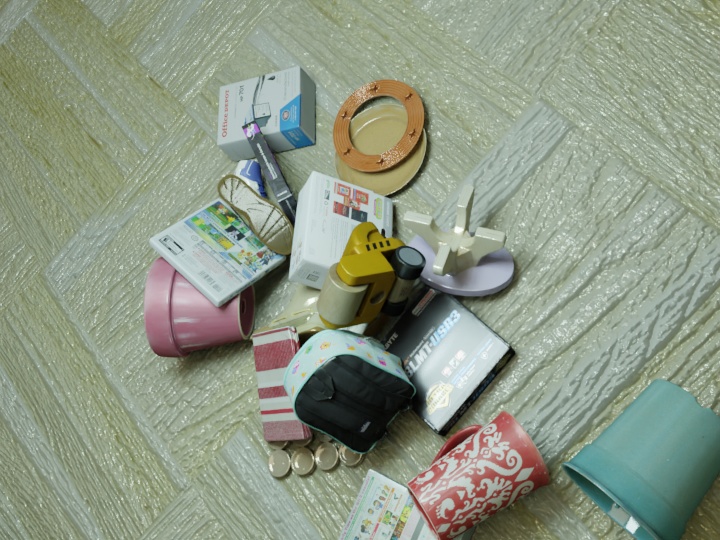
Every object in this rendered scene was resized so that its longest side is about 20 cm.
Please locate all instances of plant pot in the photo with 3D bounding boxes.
[{"bbox_3d":[0.437,0.282,1.255,0.200,0.200,0.196,39,83,29],"label":"plant pot"},{"bbox_3d":[0.042,-0.235,1.692,0.197,0.027,0.203,-8,69,21],"label":"plant pot"},{"bbox_3d":[-0.307,0.072,1.662,0.176,0.200,0.203,0,72,7],"label":"plant pot"}]

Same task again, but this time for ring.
[{"bbox_3d":[0.032,-0.293,1.690,0.197,0.019,0.204,-8,69,21],"label":"ring"}]

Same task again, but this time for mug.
[{"bbox_3d":[0.180,0.337,1.362,0.198,0.178,0.135,-31,85,-10],"label":"mug"}]

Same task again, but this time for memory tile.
[{"bbox_3d":[-0.086,0.299,1.574,0.197,0.017,0.156,-13,68,19],"label":"memory tile"}]

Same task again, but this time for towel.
[{"bbox_3d":[-0.147,0.209,1.550,0.143,0.023,0.203,-15,80,51],"label":"towel"}]

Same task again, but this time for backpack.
[{"bbox_3d":[-0.030,0.190,1.440,0.176,0.199,0.154,-50,39,17],"label":"backpack"}]

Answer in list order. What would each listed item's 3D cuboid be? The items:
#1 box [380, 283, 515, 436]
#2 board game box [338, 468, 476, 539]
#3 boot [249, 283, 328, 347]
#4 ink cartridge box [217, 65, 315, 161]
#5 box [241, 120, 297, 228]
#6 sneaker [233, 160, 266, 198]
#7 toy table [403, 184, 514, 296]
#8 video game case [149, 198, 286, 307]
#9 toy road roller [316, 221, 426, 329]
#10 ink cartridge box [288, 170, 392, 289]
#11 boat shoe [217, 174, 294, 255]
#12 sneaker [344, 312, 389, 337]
[{"bbox_3d":[0.138,0.153,1.506,0.200,0.050,0.198,-49,62,1],"label":"box"},{"bbox_3d":[0.075,0.447,1.425,0.198,0.064,0.149,22,82,27],"label":"board game box"},{"bbox_3d":[-0.125,0.073,1.636,0.198,0.072,0.157,-17,51,41],"label":"boot"},{"bbox_3d":[-0.199,-0.331,1.799,0.197,0.086,0.149,-9,69,20],"label":"ink cartridge box"},{"bbox_3d":[-0.170,-0.185,1.703,0.036,0.143,0.202,-25,64,-1],"label":"box"},{"bbox_3d":[-0.203,-0.121,1.740,0.113,0.080,0.203,1,80,20],"label":"sneaker"},{"bbox_3d":[0.172,-0.044,1.495,0.197,0.118,0.186,4,57,13],"label":"toy table"},{"bbox_3d":[-0.275,-0.039,1.636,0.199,0.022,0.182,39,52,20],"label":"video game case"},{"bbox_3d":[0.000,0.000,1.442,0.146,0.198,0.124,51,136,31],"label":"toy road roller"},{"bbox_3d":[-0.033,-0.061,1.590,0.084,0.173,0.203,131,150,-51],"label":"ink cartridge box"},{"bbox_3d":[-0.195,-0.109,1.657,0.073,0.065,0.200,-43,83,1],"label":"boat shoe"},{"bbox_3d":[-0.012,0.101,1.575,0.087,0.076,0.202,26,82,33],"label":"sneaker"}]
